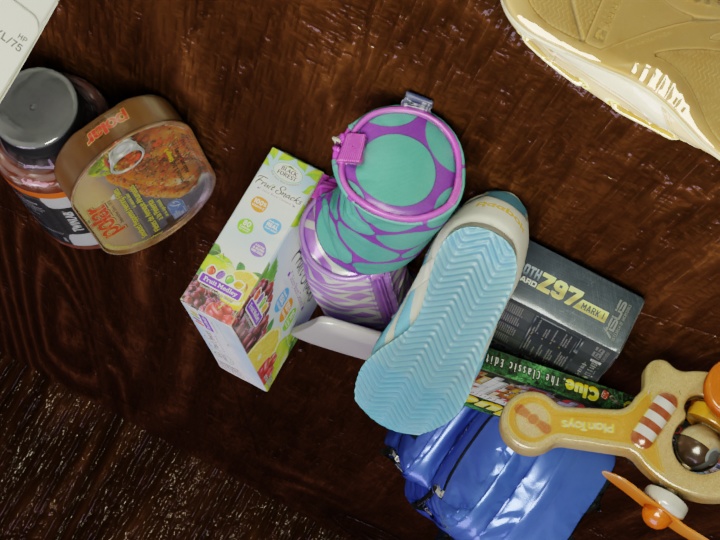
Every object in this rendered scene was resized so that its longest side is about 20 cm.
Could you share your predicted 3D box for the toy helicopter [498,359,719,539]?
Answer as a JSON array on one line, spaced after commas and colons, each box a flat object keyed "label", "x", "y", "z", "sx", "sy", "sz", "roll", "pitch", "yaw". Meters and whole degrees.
[{"label": "toy helicopter", "x": 0.200, "y": 0.129, "z": 1.594, "sx": 0.200, "sy": 0.132, "sz": 0.079, "roll": 5, "pitch": 165, "yaw": 1}]

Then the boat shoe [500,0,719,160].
[{"label": "boat shoe", "x": 0.156, "y": -0.103, "z": 1.075, "sx": 0.200, "sy": 0.074, "sz": 0.069, "roll": 31, "pitch": 178, "yaw": -8}]

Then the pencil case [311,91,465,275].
[{"label": "pencil case", "x": 0.016, "y": -0.053, "z": 1.490, "sx": 0.092, "sy": 0.085, "sz": 0.200, "roll": 29, "pitch": 167, "yaw": 0}]

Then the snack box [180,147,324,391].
[{"label": "snack box", "x": -0.072, "y": 0.003, "z": 1.750, "sx": 0.053, "sy": 0.142, "sz": 0.200, "roll": 26, "pitch": 167, "yaw": 12}]

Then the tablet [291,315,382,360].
[{"label": "tablet", "x": 0.049, "y": 0.072, "z": 1.744, "sx": 0.200, "sy": 0.014, "sz": 0.130, "roll": 16, "pitch": 171, "yaw": -10}]

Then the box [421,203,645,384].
[{"label": "box", "x": 0.120, "y": 0.026, "z": 1.645, "sx": 0.158, "sy": 0.051, "sz": 0.200, "roll": 26, "pitch": 167, "yaw": 5}]

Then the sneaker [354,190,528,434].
[{"label": "sneaker", "x": 0.062, "y": 0.033, "z": 1.522, "sx": 0.076, "sy": 0.081, "sz": 0.200, "roll": 31, "pitch": 125, "yaw": 0}]

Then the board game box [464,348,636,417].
[{"label": "board game box", "x": 0.116, "y": 0.091, "z": 1.676, "sx": 0.200, "sy": 0.023, "sz": 0.105, "roll": 18, "pitch": 163, "yaw": -16}]

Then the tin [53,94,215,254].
[{"label": "tin", "x": -0.180, "y": -0.075, "z": 1.750, "sx": 0.042, "sy": 0.112, "sz": 0.200, "roll": 50, "pitch": 173, "yaw": 19}]

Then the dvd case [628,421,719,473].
[{"label": "dvd case", "x": 0.296, "y": 0.164, "z": 1.871, "sx": 0.200, "sy": 0.022, "sz": 0.146, "roll": 17, "pitch": 163, "yaw": 36}]

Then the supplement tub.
[{"label": "supplement tub", "x": -0.243, "y": -0.096, "z": 1.809, "sx": 0.107, "sy": 0.107, "sz": 0.200, "roll": 25, "pitch": 167, "yaw": 15}]

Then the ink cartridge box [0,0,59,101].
[{"label": "ink cartridge box", "x": -0.345, "y": -0.185, "z": 1.594, "sx": 0.147, "sy": 0.146, "sz": 0.200, "roll": 36, "pitch": 165, "yaw": -30}]

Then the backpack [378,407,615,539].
[{"label": "backpack", "x": 0.115, "y": 0.174, "z": 1.891, "sx": 0.168, "sy": 0.163, "sz": 0.200, "roll": 31, "pitch": -179, "yaw": -15}]

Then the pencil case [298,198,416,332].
[{"label": "pencil case", "x": 0.000, "y": 0.000, "z": 1.715, "sx": 0.086, "sy": 0.084, "sz": 0.200, "roll": 61, "pitch": 178, "yaw": 19}]
